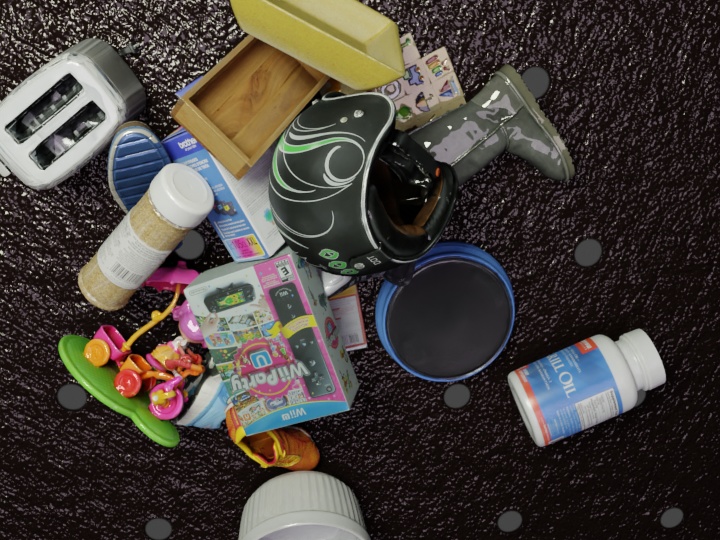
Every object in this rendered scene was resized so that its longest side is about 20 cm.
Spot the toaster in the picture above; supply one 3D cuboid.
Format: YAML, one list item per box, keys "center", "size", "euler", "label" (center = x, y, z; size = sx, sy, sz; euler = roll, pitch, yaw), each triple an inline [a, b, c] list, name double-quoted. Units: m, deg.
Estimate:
- center: [-0.327, -0.179, 0.881]
  size: [0.199, 0.130, 0.114]
  euler: [-35, 112, 7]
  label: "toaster"

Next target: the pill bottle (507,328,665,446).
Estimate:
- center: [0.317, 0.158, 1.093]
  size: [0.197, 0.113, 0.114]
  euler: [-24, 112, 2]
  label: "pill bottle"

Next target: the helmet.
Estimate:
- center: [-0.009, -0.095, 0.856]
  size: [0.198, 0.189, 0.204]
  euler: [-10, 104, -43]
  label: "helmet"

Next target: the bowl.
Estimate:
- center: [0.119, 0.061, 1.072]
  size: [0.196, 0.039, 0.204]
  euler: [-2, 111, -6]
  label: "bowl"

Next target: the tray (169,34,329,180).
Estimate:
- center: [-0.114, -0.199, 0.866]
  size: [0.099, 0.201, 0.037]
  euler: [43, 139, -12]
  label: "tray"

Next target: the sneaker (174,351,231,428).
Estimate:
- center: [-0.170, 0.142, 1.062]
  size: [0.089, 0.079, 0.200]
  euler: [30, 114, -35]
  label: "sneaker"

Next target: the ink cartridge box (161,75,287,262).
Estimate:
- center: [-0.137, -0.132, 0.912]
  size: [0.075, 0.137, 0.202]
  euler: [-7, 120, 41]
  label: "ink cartridge box"

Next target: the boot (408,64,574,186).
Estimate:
- center: [0.147, -0.133, 0.979]
  size: [0.199, 0.073, 0.183]
  euler: [-40, 100, 0]
  label: "boot"

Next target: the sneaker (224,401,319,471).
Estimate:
- center: [-0.121, 0.247, 1.074]
  size: [0.072, 0.078, 0.200]
  euler: [-35, 137, 12]
  label: "sneaker"

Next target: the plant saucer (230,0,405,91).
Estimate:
- center: [-0.051, -0.269, 0.846]
  size: [0.197, 0.201, 0.049]
  euler: [24, 119, -14]
  label: "plant saucer"

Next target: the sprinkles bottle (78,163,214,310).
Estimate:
- center: [-0.246, -0.034, 0.882]
  size: [0.068, 0.069, 0.199]
  euler: [38, 123, -18]
  label: "sprinkles bottle"

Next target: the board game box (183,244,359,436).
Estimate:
- center: [-0.104, 0.083, 0.941]
  size: [0.145, 0.064, 0.203]
  euler: [-17, 105, 16]
  label: "board game box"

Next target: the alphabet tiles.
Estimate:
- center: [0.036, -0.191, 0.984]
  size: [0.197, 0.006, 0.168]
  euler: [-26, 112, 3]
  label: "alphabet tiles"

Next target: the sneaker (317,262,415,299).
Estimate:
- center: [0.000, 0.000, 0.998]
  size: [0.200, 0.076, 0.113]
  euler: [-44, 133, 10]
  label: "sneaker"

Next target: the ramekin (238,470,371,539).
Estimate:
- center: [-0.083, 0.381, 1.117]
  size: [0.196, 0.106, 0.203]
  euler: [-5, 127, -6]
  label: "ramekin"

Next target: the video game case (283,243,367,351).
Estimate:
- center: [-0.074, 0.025, 1.048]
  size: [0.140, 0.017, 0.204]
  euler: [-11, 112, -2]
  label: "video game case"

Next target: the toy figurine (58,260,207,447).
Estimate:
- center: [-0.246, 0.086, 0.985]
  size: [0.200, 0.150, 0.185]
  euler: [43, 92, 8]
  label: "toy figurine"

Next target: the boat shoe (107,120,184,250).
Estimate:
- center: [-0.253, -0.105, 0.906]
  size: [0.071, 0.073, 0.201]
  euler: [-10, 146, -12]
  label: "boat shoe"
